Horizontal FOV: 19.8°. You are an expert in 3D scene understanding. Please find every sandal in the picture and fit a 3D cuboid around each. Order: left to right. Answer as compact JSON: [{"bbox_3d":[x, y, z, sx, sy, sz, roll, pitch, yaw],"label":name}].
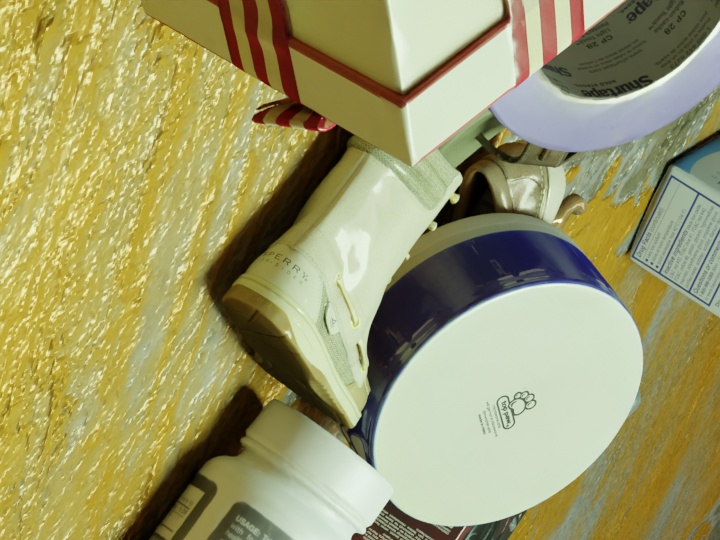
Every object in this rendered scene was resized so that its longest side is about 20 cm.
[{"bbox_3d":[0.125,-0.096,1.248,0.200,0.058,0.080,-21,174,21],"label":"sandal"}]

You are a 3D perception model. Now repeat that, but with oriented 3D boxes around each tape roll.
[{"bbox_3d":[0.129,-0.170,1.108,0.199,0.085,0.201,-17,134,-19],"label":"tape roll"}]

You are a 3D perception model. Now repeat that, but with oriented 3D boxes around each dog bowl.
[{"bbox_3d":[0.081,0.067,1.339,0.199,0.079,0.201,-15,131,-18],"label":"dog bowl"}]

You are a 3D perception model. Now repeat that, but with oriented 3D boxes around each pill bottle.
[{"bbox_3d":[-0.075,0.185,1.233,0.200,0.113,0.113,-53,159,-9],"label":"pill bottle"}]

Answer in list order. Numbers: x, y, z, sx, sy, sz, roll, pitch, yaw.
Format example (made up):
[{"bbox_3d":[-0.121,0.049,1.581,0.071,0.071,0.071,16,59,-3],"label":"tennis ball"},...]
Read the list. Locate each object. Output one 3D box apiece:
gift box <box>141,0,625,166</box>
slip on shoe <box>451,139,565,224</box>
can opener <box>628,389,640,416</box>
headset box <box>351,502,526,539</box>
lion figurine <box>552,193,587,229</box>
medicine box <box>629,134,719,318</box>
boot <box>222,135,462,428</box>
[{"bbox_3d":[0.007,-0.174,0.806,0.184,0.200,0.187,-34,137,-23],"label":"gift box"},{"bbox_3d":[0.080,0.005,1.388,0.060,0.076,0.201,-16,137,-41],"label":"slip on shoe"},{"bbox_3d":[0.101,0.109,1.463,0.199,0.067,0.053,-20,-174,5],"label":"can opener"},{"bbox_3d":[0.046,0.226,1.619,0.201,0.077,0.149,-56,160,-9],"label":"headset box"},{"bbox_3d":[0.103,0.019,1.486,0.122,0.072,0.201,-36,138,-24],"label":"lion figurine"},{"bbox_3d":[0.371,-0.026,1.817,0.182,0.200,0.103,-29,148,-52],"label":"medicine box"},{"bbox_3d":[0.000,0.000,1.204,0.155,0.072,0.200,-55,159,-13],"label":"boot"}]
